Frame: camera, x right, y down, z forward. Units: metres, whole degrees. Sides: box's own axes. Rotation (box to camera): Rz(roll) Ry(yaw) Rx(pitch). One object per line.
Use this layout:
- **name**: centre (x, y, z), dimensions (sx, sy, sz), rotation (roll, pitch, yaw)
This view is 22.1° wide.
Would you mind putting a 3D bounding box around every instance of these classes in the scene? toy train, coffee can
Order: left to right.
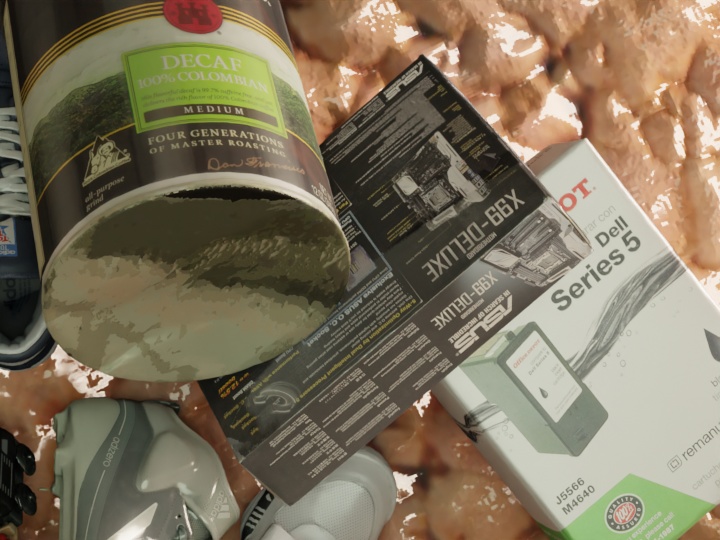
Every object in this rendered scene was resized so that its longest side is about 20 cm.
- **toy train**: centre (-0.185, 0.159, 0.929), dimensions (0.034, 0.201, 0.046), rotation (-24, 135, 14)
- **coffee can**: centre (-0.095, -0.068, 0.906), dimensions (0.146, 0.147, 0.201), rotation (-11, 54, -6)

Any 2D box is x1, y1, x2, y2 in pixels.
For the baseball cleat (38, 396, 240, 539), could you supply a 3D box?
- **baseball cleat**: centre (-0.113, 0.154, 0.956), dimensions (0.106, 0.070, 0.201), rotation (0, 61, -11)

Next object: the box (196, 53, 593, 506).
- **box**: centre (0.000, 0.000, 0.943), dimensions (0.200, 0.158, 0.050), rotation (-41, 129, 4)

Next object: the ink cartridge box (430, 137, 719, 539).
- **ink cartridge box**: centre (0.120, 0.049, 1.006), dimensions (0.145, 0.084, 0.200), rotation (-40, 94, -4)

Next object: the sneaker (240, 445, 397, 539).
- **sneaker**: centre (-0.044, 0.183, 0.969), dimensions (0.075, 0.115, 0.200), rotation (43, 87, -16)

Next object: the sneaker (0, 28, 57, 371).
- **sneaker**: centre (-0.190, -0.045, 0.959), dimensions (0.070, 0.108, 0.201), rotation (-9, 91, -7)
